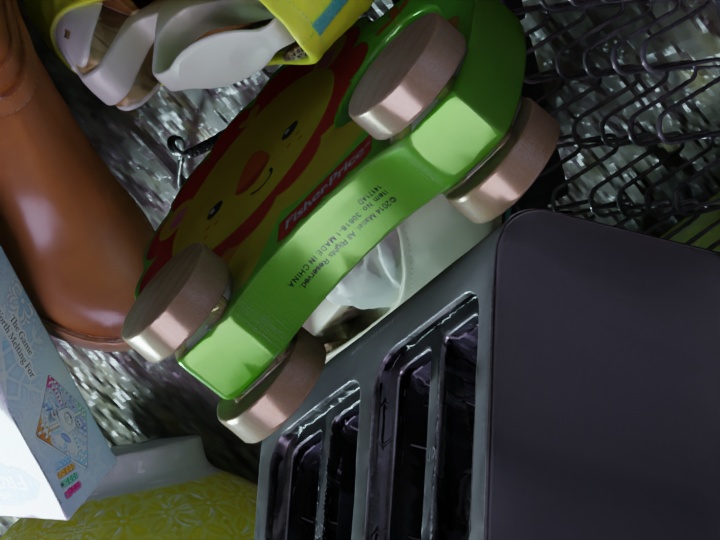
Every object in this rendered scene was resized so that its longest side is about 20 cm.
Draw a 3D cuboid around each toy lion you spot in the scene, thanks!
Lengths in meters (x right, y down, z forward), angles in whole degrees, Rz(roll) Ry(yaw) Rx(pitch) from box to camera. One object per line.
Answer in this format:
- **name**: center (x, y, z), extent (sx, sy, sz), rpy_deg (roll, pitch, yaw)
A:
- **toy lion**: center (-0.015, -0.040, 1.031), extent (0.069, 0.192, 0.200), rpy_deg (39, 114, -18)

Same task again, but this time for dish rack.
- **dish rack**: center (0.103, -0.057, 1.025), extent (0.200, 0.054, 0.154), rpy_deg (1, 110, 55)

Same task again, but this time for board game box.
- **board game box**: center (-0.225, 0.014, 1.149), extent (0.199, 0.043, 0.200), rpy_deg (0, 125, 38)

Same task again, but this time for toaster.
- **toaster**: center (0.049, 0.099, 0.975), extent (0.118, 0.201, 0.181), rpy_deg (18, 148, -23)

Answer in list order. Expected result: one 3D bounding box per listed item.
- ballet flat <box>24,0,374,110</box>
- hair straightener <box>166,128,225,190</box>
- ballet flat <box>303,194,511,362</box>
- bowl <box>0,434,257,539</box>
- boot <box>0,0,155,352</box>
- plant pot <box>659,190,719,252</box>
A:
- **ballet flat**: center (-0.077, -0.098, 1.079), extent (0.199, 0.067, 0.067), rpy_deg (-6, 140, 43)
- **hair straightener**: center (-0.022, 0.006, 1.228), extent (0.077, 0.041, 0.200), rpy_deg (-28, 123, 38)
- **ballet flat**: center (0.000, 0.000, 1.105), extent (0.069, 0.070, 0.200), rpy_deg (24, 156, -9)
- **bowl**: center (-0.108, 0.141, 1.337), extent (0.199, 0.200, 0.108), rpy_deg (-9, 90, 26)
- **boot**: center (-0.145, -0.064, 1.086), extent (0.200, 0.074, 0.155), rpy_deg (48, 162, 10)
- **plant pot**: center (0.164, 0.050, 1.127), extent (0.200, 0.201, 0.184), rpy_deg (30, 126, -16)
